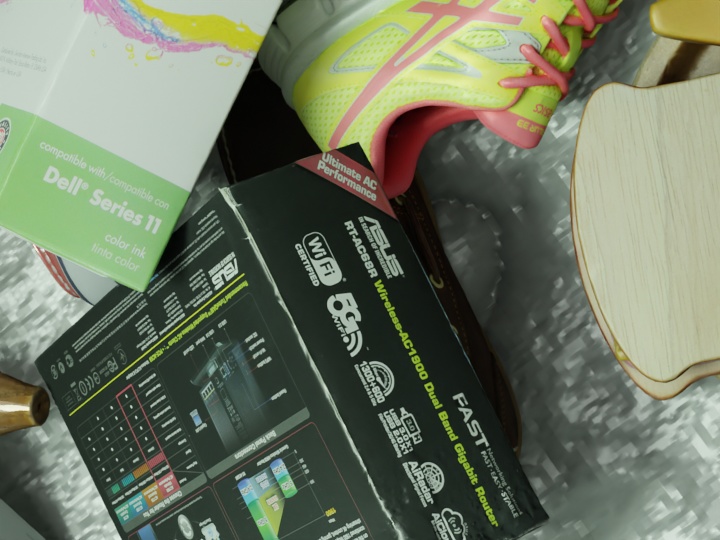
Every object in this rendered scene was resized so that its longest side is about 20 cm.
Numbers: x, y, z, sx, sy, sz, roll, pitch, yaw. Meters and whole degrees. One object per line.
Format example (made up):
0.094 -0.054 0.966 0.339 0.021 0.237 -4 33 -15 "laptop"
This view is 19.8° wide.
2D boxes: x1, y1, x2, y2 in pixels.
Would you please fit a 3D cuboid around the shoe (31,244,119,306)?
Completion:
-0.157 -0.064 0.861 0.091 0.071 0.200 -26 78 20 "shoe"

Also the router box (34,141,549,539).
-0.034 0.061 0.768 0.200 0.062 0.150 -36 78 55 "router box"

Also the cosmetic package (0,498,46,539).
-0.209 0.095 0.826 0.082 0.051 0.200 -21 129 25 "cosmetic package"

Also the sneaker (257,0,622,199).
0.061 -0.092 0.759 0.200 0.078 0.090 -31 71 24 "sneaker"

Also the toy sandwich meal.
0.171 -0.034 0.742 0.205 0.070 0.206 1 92 20 "toy sandwich meal"

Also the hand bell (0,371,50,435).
-0.222 0.052 0.863 0.200 0.104 0.104 0 92 22 "hand bell"

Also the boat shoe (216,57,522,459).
0.000 0.000 0.806 0.070 0.070 0.200 -35 79 17 "boat shoe"

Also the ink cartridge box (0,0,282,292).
-0.079 -0.103 0.741 0.067 0.117 0.200 26 88 -27 "ink cartridge box"
